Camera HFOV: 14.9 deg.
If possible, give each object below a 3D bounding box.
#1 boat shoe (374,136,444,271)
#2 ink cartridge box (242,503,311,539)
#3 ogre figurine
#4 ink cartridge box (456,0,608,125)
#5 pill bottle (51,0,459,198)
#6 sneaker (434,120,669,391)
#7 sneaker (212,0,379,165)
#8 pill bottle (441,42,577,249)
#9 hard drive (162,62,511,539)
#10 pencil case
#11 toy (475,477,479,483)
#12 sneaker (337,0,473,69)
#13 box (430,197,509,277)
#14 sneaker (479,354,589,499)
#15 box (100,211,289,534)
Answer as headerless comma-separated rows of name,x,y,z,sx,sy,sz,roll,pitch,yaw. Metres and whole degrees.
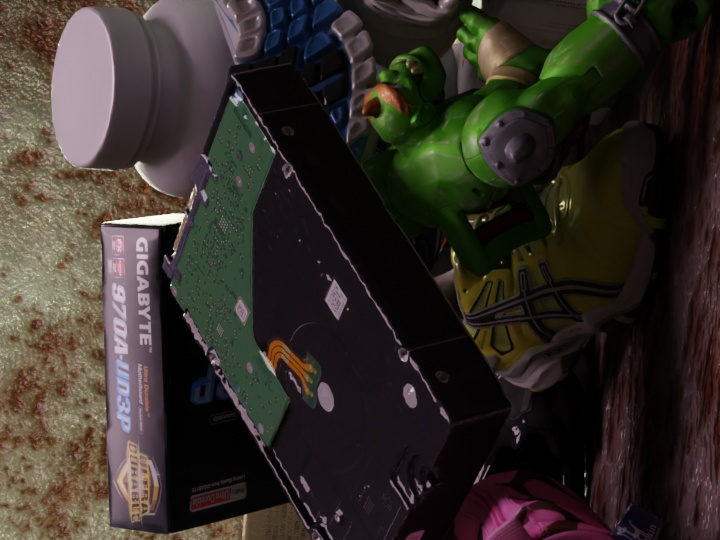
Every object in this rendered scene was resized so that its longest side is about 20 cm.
boat shoe,0.000,0.000,1.407,0.091,0.071,0.201,-57,-21,-30
ink cartridge box,0.008,0.202,1.603,0.075,0.164,0.201,96,179,-55
ogre figurine,0.063,-0.066,1.200,0.120,0.199,0.098,-45,-60,-33
ink cartridge box,0.102,-0.170,1.362,0.200,0.084,0.147,116,160,-75
pill bottle,-0.055,-0.090,1.449,0.109,0.199,0.110,-7,81,61
sneaker,0.084,-0.004,1.274,0.200,0.076,0.076,123,158,-54
sneaker,-0.027,-0.095,1.329,0.087,0.075,0.201,68,-175,-47
pill bottle,0.059,-0.052,1.630,0.200,0.115,0.117,106,170,-76
hard drive,-0.015,0.028,1.198,0.200,0.038,0.140,56,143,29
pencil case,0.077,0.129,1.128,0.091,0.094,0.200,-51,4,-3
toy,0.074,0.195,1.359,0.200,0.047,0.116,96,160,-56
sneaker,0.023,-0.149,1.284,0.200,0.076,0.081,103,-179,-59
box,0.042,0.068,1.463,0.201,0.048,0.159,-60,-13,-16
sneaker,0.075,0.135,1.403,0.091,0.066,0.201,-84,4,-61
box,-0.057,0.045,1.476,0.200,0.046,0.160,-8,-81,-53
